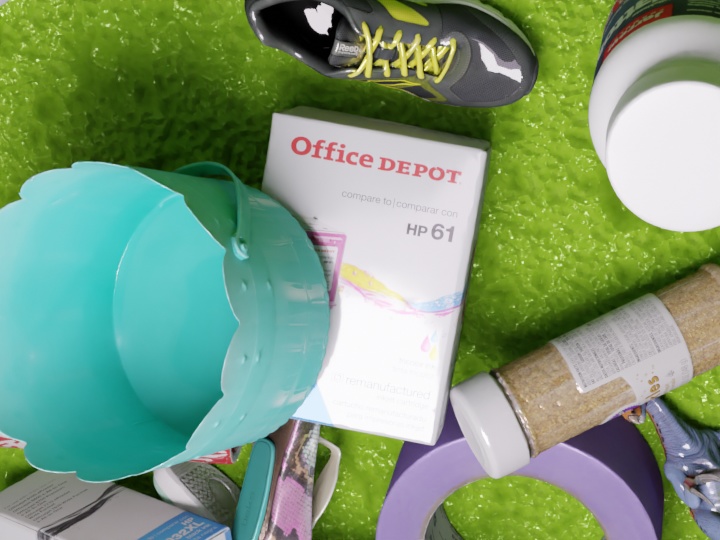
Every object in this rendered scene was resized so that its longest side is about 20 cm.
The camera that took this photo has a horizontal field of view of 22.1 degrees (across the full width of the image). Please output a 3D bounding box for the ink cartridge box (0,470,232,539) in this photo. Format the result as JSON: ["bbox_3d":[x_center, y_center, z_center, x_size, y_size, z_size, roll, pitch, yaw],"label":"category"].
[{"bbox_3d":[-0.179,0.241,1.358,0.200,0.084,0.145,13,122,41],"label":"ink cartridge box"}]

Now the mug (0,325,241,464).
[{"bbox_3d":[-0.180,0.059,1.286,0.200,0.134,0.178,8,140,4],"label":"mug"}]

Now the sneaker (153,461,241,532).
[{"bbox_3d":[-0.117,0.235,1.392,0.118,0.074,0.200,-34,107,17],"label":"sneaker"}]

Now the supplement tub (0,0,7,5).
[{"bbox_3d":[-0.301,-0.223,1.174,0.200,0.145,0.145,-12,112,17],"label":"supplement tub"}]

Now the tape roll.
[{"bbox_3d":[0.115,0.182,1.316,0.200,0.085,0.200,5,117,10],"label":"tape roll"}]

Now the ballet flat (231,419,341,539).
[{"bbox_3d":[-0.045,0.116,1.317,0.071,0.069,0.200,7,92,-31],"label":"ballet flat"}]

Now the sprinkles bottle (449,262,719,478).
[{"bbox_3d":[0.160,0.065,1.214,0.200,0.068,0.068,-26,110,-7],"label":"sprinkles bottle"}]

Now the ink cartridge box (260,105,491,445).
[{"bbox_3d":[0.000,0.000,1.220,0.144,0.085,0.200,10,96,6],"label":"ink cartridge box"}]

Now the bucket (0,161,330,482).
[{"bbox_3d":[-0.127,0.028,1.144,0.207,0.135,0.207,1,92,30],"label":"bucket"}]

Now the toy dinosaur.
[{"bbox_3d":[0.234,0.154,1.280,0.181,0.105,0.200,39,131,15],"label":"toy dinosaur"}]

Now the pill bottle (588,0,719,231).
[{"bbox_3d":[0.197,-0.105,1.095,0.119,0.200,0.120,4,116,9],"label":"pill bottle"}]

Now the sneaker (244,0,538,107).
[{"bbox_3d":[0.014,-0.142,1.181,0.200,0.085,0.075,17,118,4],"label":"sneaker"}]
